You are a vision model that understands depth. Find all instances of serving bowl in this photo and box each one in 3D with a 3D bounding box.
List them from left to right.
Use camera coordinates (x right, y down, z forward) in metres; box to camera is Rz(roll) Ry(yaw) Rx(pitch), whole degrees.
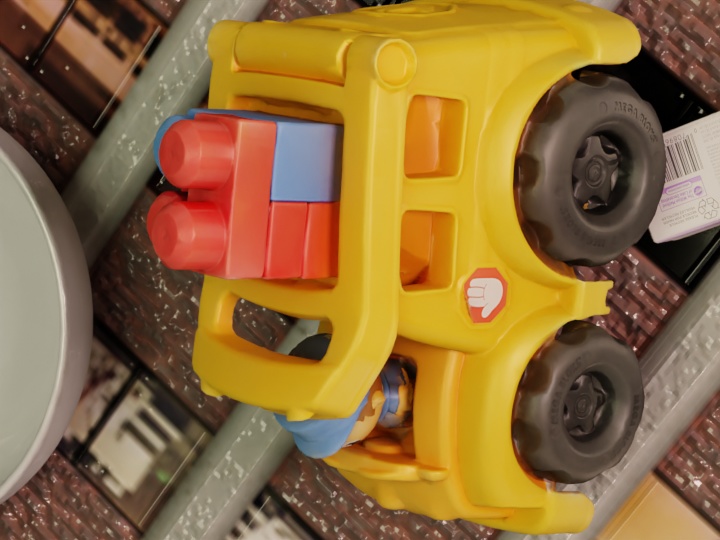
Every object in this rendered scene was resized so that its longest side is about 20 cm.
[{"bbox_3d":[-0.197,0.017,0.999,0.199,0.066,0.201,3,96,26],"label":"serving bowl"}]

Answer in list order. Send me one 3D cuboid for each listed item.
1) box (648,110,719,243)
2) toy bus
[{"bbox_3d":[0.193,-0.060,0.809,0.200,0.039,0.042,-22,86,27],"label":"box"},{"bbox_3d":[0.000,0.000,0.811,0.136,0.192,0.201,13,103,47],"label":"toy bus"}]
